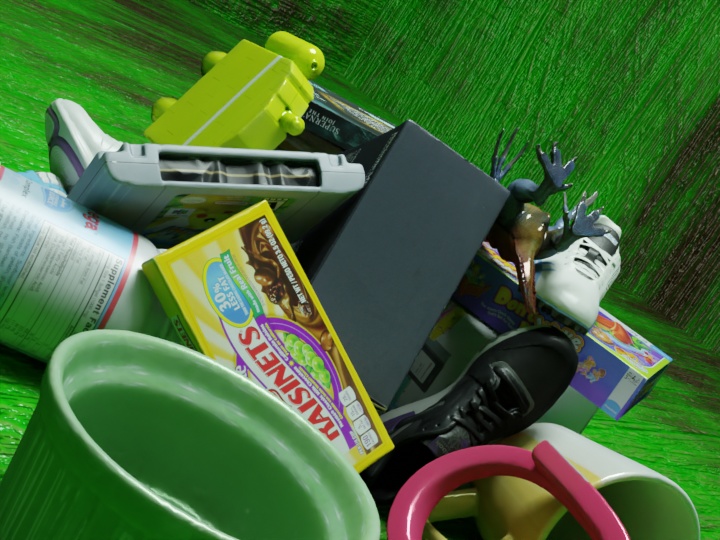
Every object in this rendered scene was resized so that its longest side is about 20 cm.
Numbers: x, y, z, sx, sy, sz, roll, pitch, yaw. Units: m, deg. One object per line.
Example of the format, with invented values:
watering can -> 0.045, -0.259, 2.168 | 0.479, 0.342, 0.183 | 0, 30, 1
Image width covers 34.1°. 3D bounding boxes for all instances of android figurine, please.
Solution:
android figurine -> -0.108, -0.128, 0.968 | 0.041, 0.182, 0.200 | 50, -8, -33

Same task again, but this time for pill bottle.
pill bottle -> -0.208, 0.007, 0.804 | 0.200, 0.109, 0.109 | 27, 14, -22

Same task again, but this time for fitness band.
fitness band -> 0.101, 0.192, 0.789 | 0.200, 0.143, 0.037 | 49, -11, 50

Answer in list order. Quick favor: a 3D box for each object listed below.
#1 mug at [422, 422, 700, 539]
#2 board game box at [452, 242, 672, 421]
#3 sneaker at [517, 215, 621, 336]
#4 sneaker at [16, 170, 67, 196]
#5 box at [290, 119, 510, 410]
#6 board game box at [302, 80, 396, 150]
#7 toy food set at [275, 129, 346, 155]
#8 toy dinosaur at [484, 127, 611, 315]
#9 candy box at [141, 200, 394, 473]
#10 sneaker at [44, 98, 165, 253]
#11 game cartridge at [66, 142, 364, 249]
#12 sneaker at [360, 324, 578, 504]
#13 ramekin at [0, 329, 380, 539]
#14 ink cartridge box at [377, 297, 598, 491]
mug -> 0.147, 0.186, 0.917 | 0.186, 0.150, 0.153 | 33, 3, -27
board game box -> 0.171, 0.044, 1.037 | 0.200, 0.045, 0.134 | 37, 16, 17
sneaker -> 0.181, -0.003, 0.977 | 0.072, 0.073, 0.200 | 34, 22, 4
sneaker -> -0.267, -0.036, 0.918 | 0.087, 0.075, 0.200 | 41, 15, 13
box -> 0.000, 0.000, 0.954 | 0.104, 0.200, 0.182 | 33, -12, -13
board game box -> -0.016, -0.140, 1.107 | 0.200, 0.028, 0.135 | 25, 14, -28
toy food set -> -0.034, -0.114, 1.145 | 0.198, 0.049, 0.200 | 31, 13, -5
toy dinosaur -> 0.115, -0.045, 0.961 | 0.105, 0.200, 0.181 | 50, -30, -8
candy box -> -0.061, 0.061, 0.808 | 0.026, 0.102, 0.200 | -21, -81, 57
sneaker -> -0.202, -0.070, 1.038 | 0.100, 0.075, 0.200 | -39, 97, -34
game cartridge -> -0.112, -0.052, 0.879 | 0.199, 0.041, 0.133 | 0, -14, -28
sneaker -> 0.085, 0.121, 0.906 | 0.076, 0.200, 0.088 | 52, 14, -8
ramekin -> -0.098, 0.129, 0.635 | 0.200, 0.098, 0.200 | 31, 13, -8
ink cartridge box -> 0.089, 0.099, 1.076 | 0.146, 0.146, 0.200 | 19, 20, -44
